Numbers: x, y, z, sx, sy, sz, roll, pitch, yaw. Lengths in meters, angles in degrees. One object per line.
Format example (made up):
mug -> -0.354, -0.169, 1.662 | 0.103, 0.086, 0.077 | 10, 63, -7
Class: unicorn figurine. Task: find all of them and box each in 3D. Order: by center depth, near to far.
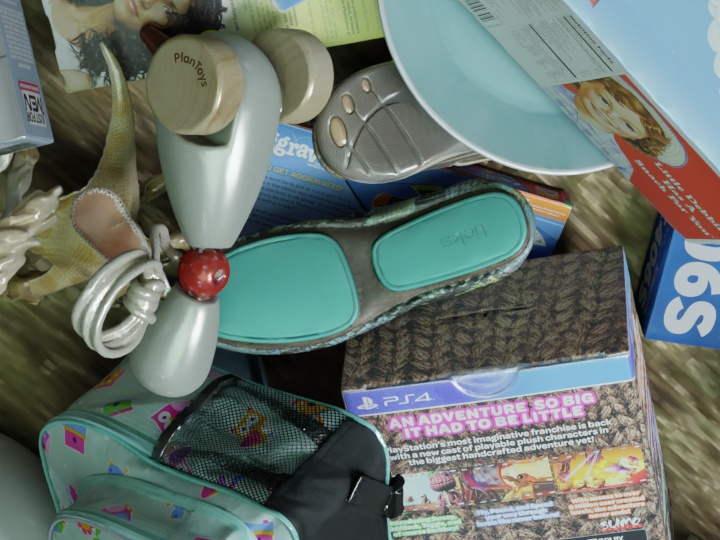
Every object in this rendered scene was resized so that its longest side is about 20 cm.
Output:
unicorn figurine -> -0.239, -0.021, 1.257 | 0.074, 0.200, 0.138 | 26, 85, -28

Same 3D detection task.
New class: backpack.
backpack -> -0.087, 0.141, 1.285 | 0.153, 0.199, 0.177 | -39, 139, -27

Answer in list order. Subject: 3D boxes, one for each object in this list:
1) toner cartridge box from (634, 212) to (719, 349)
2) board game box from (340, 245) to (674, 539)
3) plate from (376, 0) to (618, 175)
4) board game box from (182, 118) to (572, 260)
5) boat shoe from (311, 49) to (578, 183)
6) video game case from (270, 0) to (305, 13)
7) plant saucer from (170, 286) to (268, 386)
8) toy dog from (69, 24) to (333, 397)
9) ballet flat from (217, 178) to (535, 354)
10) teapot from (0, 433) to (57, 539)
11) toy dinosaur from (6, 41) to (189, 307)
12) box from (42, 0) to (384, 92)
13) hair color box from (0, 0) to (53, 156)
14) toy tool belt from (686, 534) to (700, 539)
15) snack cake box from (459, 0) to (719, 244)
toner cartridge box -> 0.222, -0.051, 1.299 | 0.094, 0.043, 0.201 | 7, 118, -7
board game box -> 0.088, 0.104, 1.328 | 0.158, 0.097, 0.201 | -8, 125, 10
plate -> 0.098, -0.150, 1.212 | 0.198, 0.026, 0.202 | 0, 91, -19
board game box -> 0.009, -0.024, 1.320 | 0.198, 0.019, 0.104 | 16, 119, -11
boat shoe -> 0.063, -0.095, 1.255 | 0.198, 0.073, 0.075 | -12, 90, -16
video game case -> 0.037, -0.218, 1.122 | 0.199, 0.182, 0.046 | -26, 118, 12
plant saucer -> -0.082, 0.093, 1.380 | 0.069, 0.019, 0.201 | -7, 118, 7
toy dog -> -0.097, -0.046, 1.200 | 0.132, 0.096, 0.201 | 30, 88, -56
ballet flat -> 0.000, 0.000, 1.283 | 0.198, 0.074, 0.075 | -12, 119, 3
teapot -> -0.254, 0.190, 1.356 | 0.199, 0.146, 0.198 | 23, 115, -13
toy dinosaur -> -0.132, -0.029, 1.269 | 0.100, 0.059, 0.200 | 7, 138, -26
box -> -0.066, -0.151, 1.230 | 0.198, 0.050, 0.076 | -11, 119, 3
hair color box -> -0.228, -0.150, 1.169 | 0.098, 0.061, 0.202 | -14, 89, 6
toy tool belt -> 0.225, 0.222, 1.401 | 0.125, 0.123, 0.201 | -42, 124, -16
snack cake box -> 0.143, -0.103, 1.154 | 0.200, 0.115, 0.067 | 45, 77, -14
